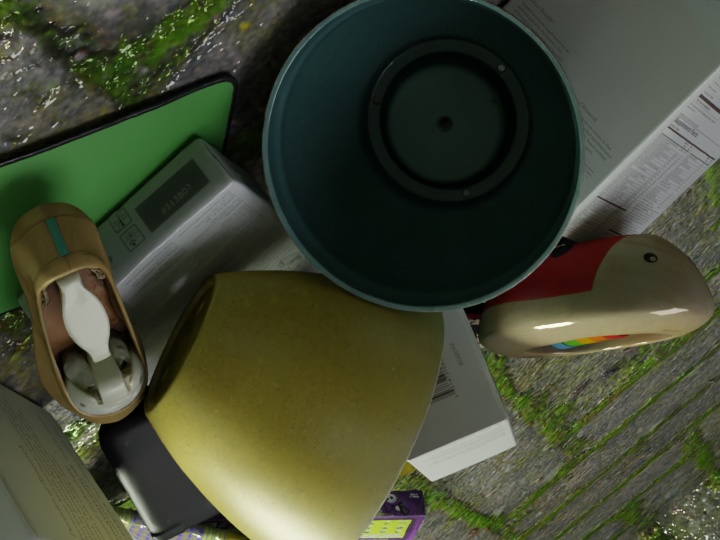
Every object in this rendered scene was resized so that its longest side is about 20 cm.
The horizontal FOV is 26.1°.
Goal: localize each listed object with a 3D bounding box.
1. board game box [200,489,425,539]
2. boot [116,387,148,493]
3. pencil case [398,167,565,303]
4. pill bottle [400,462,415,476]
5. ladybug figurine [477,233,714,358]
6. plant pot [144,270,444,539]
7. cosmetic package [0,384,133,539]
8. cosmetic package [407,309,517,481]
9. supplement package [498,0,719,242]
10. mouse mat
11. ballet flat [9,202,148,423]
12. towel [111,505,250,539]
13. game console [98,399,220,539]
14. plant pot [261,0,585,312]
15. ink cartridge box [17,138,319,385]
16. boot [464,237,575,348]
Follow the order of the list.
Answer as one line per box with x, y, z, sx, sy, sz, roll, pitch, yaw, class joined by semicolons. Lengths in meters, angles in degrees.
-0.053;0.223;1.339;0.199;0.032;0.120;0;147;-11;board game box
-0.115;0.107;1.265;0.199;0.070;0.132;-22;156;-10;boot
0.068;-0.030;1.185;0.089;0.078;0.200;-30;145;32;pencil case
-0.026;0.149;1.373;0.200;0.113;0.112;-25;157;5;pill bottle
0.164;0.020;1.130;0.135;0.072;0.200;4;168;-41;ladybug figurine
-0.057;0.079;1.017;0.200;0.142;0.200;-57;-165;24;plant pot
-0.271;0.181;1.033;0.167;0.166;0.200;-38;156;1;cosmetic package
0.063;0.095;1.208;0.085;0.108;0.200;-23;168;4;cosmetic package
0.189;-0.139;1.133;0.200;0.152;0.151;-45;156;15;supplement package
-0.168;-0.040;0.979;0.200;0.008;0.161;-25;153;-28;mouse mat
-0.168;0.045;0.950;0.068;0.063;0.200;-26;139;-11;ballet flat
-0.155;0.242;1.310;0.199;0.023;0.144;16;150;-12;towel
-0.090;0.113;1.196;0.200;0.116;0.176;-26;125;-5;game console
0.049;-0.087;1.011;0.200;0.200;0.134;-46;-178;18;plant pot
-0.117;0.007;1.070;0.162;0.057;0.200;-42;159;5;ink cartridge box
0.155;-0.001;1.412;0.200;0.073;0.151;-31;168;-1;boot
